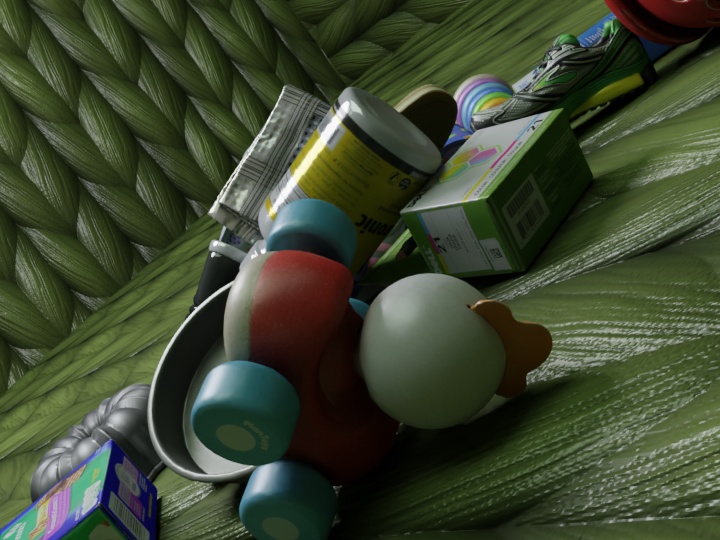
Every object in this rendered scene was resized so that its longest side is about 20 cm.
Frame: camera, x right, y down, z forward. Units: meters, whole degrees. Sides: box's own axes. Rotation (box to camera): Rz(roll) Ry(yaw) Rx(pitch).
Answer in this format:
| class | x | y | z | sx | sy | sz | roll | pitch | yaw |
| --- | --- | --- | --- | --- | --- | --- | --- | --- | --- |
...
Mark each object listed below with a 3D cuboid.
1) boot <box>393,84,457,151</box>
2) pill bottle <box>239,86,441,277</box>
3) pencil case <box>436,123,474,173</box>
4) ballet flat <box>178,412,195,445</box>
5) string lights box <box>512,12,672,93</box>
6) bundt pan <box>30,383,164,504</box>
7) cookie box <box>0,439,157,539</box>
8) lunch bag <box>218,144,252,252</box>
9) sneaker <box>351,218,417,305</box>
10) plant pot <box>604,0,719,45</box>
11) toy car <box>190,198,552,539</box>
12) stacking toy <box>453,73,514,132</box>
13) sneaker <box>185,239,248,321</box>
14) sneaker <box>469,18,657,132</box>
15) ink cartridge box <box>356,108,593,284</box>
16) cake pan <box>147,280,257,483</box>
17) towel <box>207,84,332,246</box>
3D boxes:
| class | x | y | z | sx | sy | sz | roll | pitch | yaw |
| --- | --- | --- | --- | --- | --- | --- | --- | --- | --- |
| boot | 0.021 | -0.151 | 1.113 | 0.200 | 0.072 | 0.155 | -49 | 29 | 28 |
| pill bottle | -0.025 | -0.057 | 0.937 | 0.201 | 0.111 | 0.111 | -52 | 8 | 18 |
| pencil case | 0.106 | -0.119 | 1.152 | 0.086 | 0.079 | 0.200 | -27 | 13 | 2 |
| ballet flat | -0.079 | 0.110 | 0.919 | 0.199 | 0.069 | 0.071 | -38 | -13 | 3 |
| string lights box | 0.273 | -0.243 | 1.164 | 0.199 | 0.059 | 0.103 | -36 | 12 | 13 |
| bundt pan | -0.283 | 0.200 | 1.124 | 0.201 | 0.076 | 0.202 | -35 | 13 | 10 |
| cookie box | -0.278 | 0.261 | 0.892 | 0.200 | 0.075 | 0.171 | -40 | 13 | -3 |
| lunch bag | -0.117 | -0.092 | 1.379 | 0.170 | 0.126 | 0.201 | -73 | 10 | -45 |
| sneaker | 0.000 | 0.000 | 1.018 | 0.070 | 0.082 | 0.200 | -27 | 17 | 38 |
| plant pot | 0.332 | -0.329 | 0.988 | 0.200 | 0.201 | 0.182 | -45 | 10 | -30 |
| toy car | 0.025 | 0.065 | 0.653 | 0.198 | 0.178 | 0.185 | -1 | 41 | 20 |
| stacking toy | 0.166 | -0.178 | 1.227 | 0.085 | 0.086 | 0.200 | -36 | 19 | 9 |
| sneaker | -0.115 | 0.049 | 1.058 | 0.070 | 0.200 | 0.100 | 21 | 80 | 31 |
| sneaker | 0.204 | -0.197 | 1.075 | 0.199 | 0.086 | 0.078 | -26 | 10 | 4 |
| ink cartridge box | 0.087 | -0.061 | 0.925 | 0.199 | 0.076 | 0.148 | -7 | 31 | 45 |
| cake pan | -0.090 | 0.090 | 0.858 | 0.199 | 0.037 | 0.202 | -19 | 49 | 22 |
| towel | -0.064 | -0.101 | 1.228 | 0.201 | 0.192 | 0.035 | -59 | -12 | 0 |
